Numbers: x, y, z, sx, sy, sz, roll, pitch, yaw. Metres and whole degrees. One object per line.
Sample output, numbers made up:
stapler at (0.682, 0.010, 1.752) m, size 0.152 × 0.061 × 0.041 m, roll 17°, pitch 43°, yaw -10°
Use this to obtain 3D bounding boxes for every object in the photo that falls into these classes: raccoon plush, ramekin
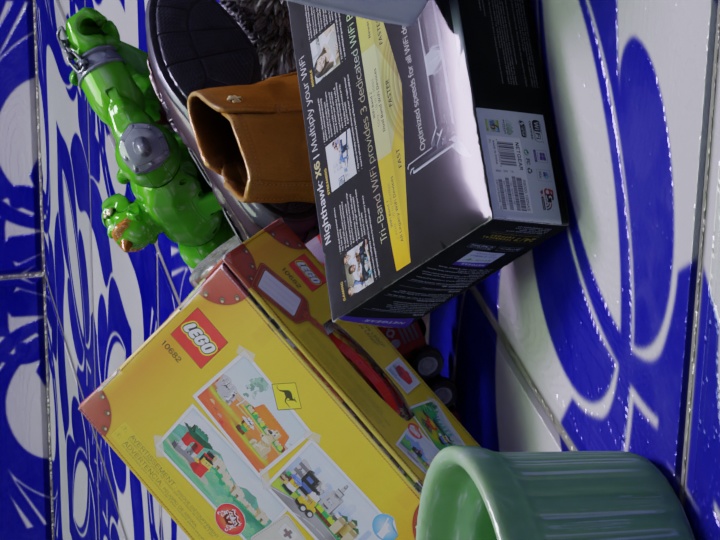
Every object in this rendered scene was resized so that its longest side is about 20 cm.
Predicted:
raccoon plush at (-0.041, -0.119, 1.743) m, size 0.134 × 0.096 × 0.201 m, roll 70°, pitch -175°, yaw -66°
ramekin at (0.097, 0.179, 1.299) m, size 0.200 × 0.097 × 0.201 m, roll 175°, pitch 90°, yaw -77°

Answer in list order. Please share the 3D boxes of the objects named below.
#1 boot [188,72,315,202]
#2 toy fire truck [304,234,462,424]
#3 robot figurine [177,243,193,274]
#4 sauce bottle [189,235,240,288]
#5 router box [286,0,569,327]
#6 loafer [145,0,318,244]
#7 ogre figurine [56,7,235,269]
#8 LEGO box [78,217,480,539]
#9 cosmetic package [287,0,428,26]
boot at (-0.033, -0.104, 1.625) m, size 0.201 × 0.143 × 0.071 m, roll -116°, pitch 32°, yaw -53°
toy fire truck at (-0.017, 0.076, 1.640) m, size 0.201 × 0.141 × 0.049 m, roll 65°, pitch 178°, yaw -31°
robot figurine at (-0.075, -0.034, 1.947) m, size 0.170 × 0.113 × 0.200 m, roll 53°, pitch -177°, yaw -27°
sauce bottle at (-0.028, 0.066, 1.719) m, size 0.200 × 0.065 × 0.065 m, roll 56°, pitch 171°, yaw -10°
router box at (0.032, -0.089, 1.468) m, size 0.157 × 0.052 × 0.201 m, roll -33°, pitch 59°, yaw 51°
loafer at (-0.088, -0.087, 1.685) m, size 0.200 × 0.072 × 0.063 m, roll 61°, pitch 144°, yaw 30°
ogre figurine at (-0.126, -0.071, 1.758) m, size 0.120 × 0.098 × 0.201 m, roll -115°, pitch 14°, yaw -45°
LEGO box at (-0.040, 0.098, 1.565) m, size 0.200 × 0.077 × 0.149 m, roll 49°, pitch 122°, yaw 3°
cosmetic package at (-0.016, -0.260, 1.359) m, size 0.200 × 0.166 × 0.168 m, roll -55°, pitch 37°, yaw 40°
